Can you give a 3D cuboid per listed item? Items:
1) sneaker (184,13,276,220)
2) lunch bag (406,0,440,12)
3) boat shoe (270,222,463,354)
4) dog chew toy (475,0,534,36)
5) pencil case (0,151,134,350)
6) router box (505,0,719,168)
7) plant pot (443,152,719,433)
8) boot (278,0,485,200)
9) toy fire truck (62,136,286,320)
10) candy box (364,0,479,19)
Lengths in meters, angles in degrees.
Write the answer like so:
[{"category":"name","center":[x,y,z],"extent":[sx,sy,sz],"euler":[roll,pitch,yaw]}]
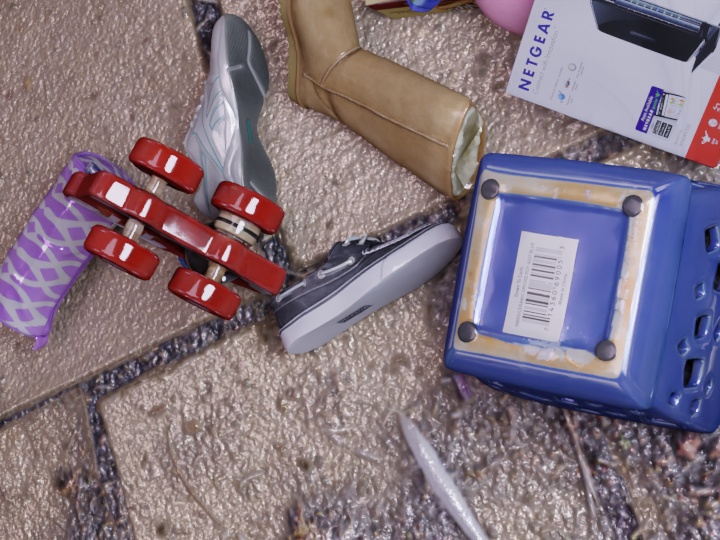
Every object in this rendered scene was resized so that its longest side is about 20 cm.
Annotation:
[{"category":"sneaker","center":[-0.132,-0.144,1.470],"extent":[0.080,0.070,0.201],"euler":[-8,80,32]},{"category":"lunch bag","center":[0.050,-0.320,1.276],"extent":[0.200,0.094,0.151],"euler":[67,156,13]},{"category":"boat shoe","center":[0.000,0.000,1.377],"extent":[0.200,0.072,0.068],"euler":[-34,69,30]},{"category":"dog chew toy","center":[0.151,-0.288,1.251],"extent":[0.124,0.124,0.200],"euler":[34,142,29]},{"category":"pencil case","center":[-0.295,-0.025,1.548],"extent":[0.085,0.084,0.200],"euler":[39,106,5]},{"category":"router box","center":[0.224,-0.197,1.186],"extent":[0.179,0.049,0.200],"euler":[20,128,7]},{"category":"plant pot","center":[0.179,0.012,1.202],"extent":[0.200,0.180,0.201],"euler":[10,89,30]},{"category":"boot","center":[0.023,-0.176,1.354],"extent":[0.200,0.066,0.175],"euler":[33,144,31]},{"category":"toy fire truck","center":[-0.168,-0.036,1.414],"extent":[0.112,0.200,0.168],"euler":[-64,18,-6]},{"category":"candy box","center":[0.068,-0.332,1.382],"extent":[0.115,0.055,0.201],"euler":[-2,83,32]}]
